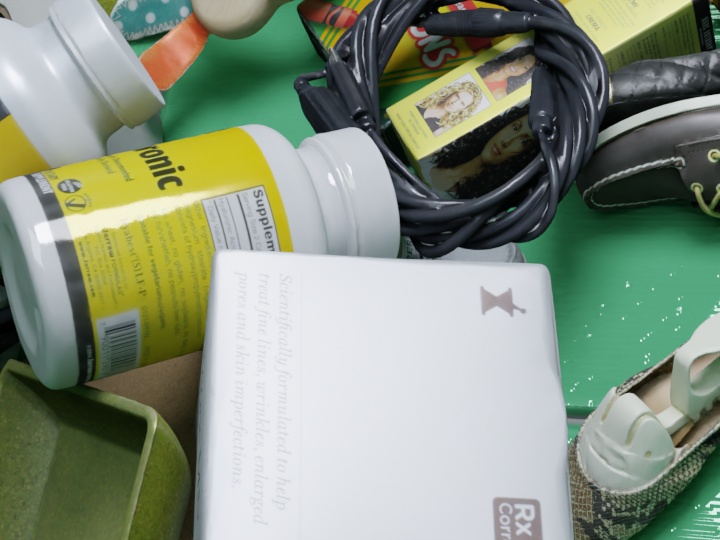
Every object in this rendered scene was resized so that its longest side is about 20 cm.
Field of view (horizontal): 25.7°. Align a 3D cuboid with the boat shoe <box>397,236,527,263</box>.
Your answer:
[{"bbox_3d":[-0.001,-0.001,0.927,0.200,0.065,0.075,0,47,3],"label":"boat shoe"}]

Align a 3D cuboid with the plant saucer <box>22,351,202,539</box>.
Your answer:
[{"bbox_3d":[-0.130,0.106,0.947,0.199,0.035,0.202,-9,59,15],"label":"plant saucer"}]

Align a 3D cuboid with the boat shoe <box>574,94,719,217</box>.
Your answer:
[{"bbox_3d":[0.218,-0.065,0.904,0.200,0.072,0.061,-16,68,18],"label":"boat shoe"}]

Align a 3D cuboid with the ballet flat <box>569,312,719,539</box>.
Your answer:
[{"bbox_3d":[0.171,0.067,0.844,0.200,0.075,0.068,-40,58,-5],"label":"ballet flat"}]

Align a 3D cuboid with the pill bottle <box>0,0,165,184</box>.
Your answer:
[{"bbox_3d":[-0.212,-0.068,0.873,0.199,0.112,0.112,-35,57,1],"label":"pill bottle"}]

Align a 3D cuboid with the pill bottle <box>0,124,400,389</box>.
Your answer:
[{"bbox_3d":[-0.084,-0.015,0.836,0.199,0.112,0.112,-15,54,-21],"label":"pill bottle"}]

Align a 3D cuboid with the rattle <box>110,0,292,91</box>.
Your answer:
[{"bbox_3d":[-0.066,-0.204,1.066,0.130,0.143,0.201,30,99,5],"label":"rattle"}]

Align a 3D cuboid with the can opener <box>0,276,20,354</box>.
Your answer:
[{"bbox_3d":[-0.195,0.013,0.941,0.199,0.063,0.079,-25,80,-24],"label":"can opener"}]

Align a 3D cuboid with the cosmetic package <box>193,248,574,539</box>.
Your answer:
[{"bbox_3d":[0.000,0.111,0.777,0.164,0.200,0.166,2,59,-7],"label":"cosmetic package"}]

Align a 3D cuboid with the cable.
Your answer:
[{"bbox_3d":[0.063,-0.093,0.906,0.163,0.051,0.200,-33,53,-7],"label":"cable"}]

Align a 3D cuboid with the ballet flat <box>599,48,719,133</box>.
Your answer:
[{"bbox_3d":[0.215,-0.122,0.934,0.198,0.066,0.057,-15,78,-2],"label":"ballet flat"}]

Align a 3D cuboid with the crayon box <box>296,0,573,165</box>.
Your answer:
[{"bbox_3d":[0.073,-0.173,1.026,0.199,0.051,0.127,-33,56,-2],"label":"crayon box"}]

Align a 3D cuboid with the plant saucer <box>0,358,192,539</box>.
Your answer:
[{"bbox_3d":[-0.156,0.160,0.834,0.199,0.048,0.202,8,84,56],"label":"plant saucer"}]

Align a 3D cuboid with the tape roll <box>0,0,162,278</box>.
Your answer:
[{"bbox_3d":[-0.246,-0.100,1.040,0.201,0.139,0.204,-9,59,15],"label":"tape roll"}]

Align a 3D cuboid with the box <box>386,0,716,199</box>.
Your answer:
[{"bbox_3d":[0.119,-0.113,0.964,0.199,0.075,0.050,-31,56,1],"label":"box"}]

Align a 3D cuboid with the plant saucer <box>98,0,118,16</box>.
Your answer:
[{"bbox_3d":[-0.223,-0.264,1.170,0.198,0.048,0.201,-2,62,18],"label":"plant saucer"}]

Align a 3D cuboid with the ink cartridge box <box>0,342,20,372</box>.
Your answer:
[{"bbox_3d":[-0.332,0.074,1.003,0.198,0.084,0.146,-1,62,17],"label":"ink cartridge box"}]

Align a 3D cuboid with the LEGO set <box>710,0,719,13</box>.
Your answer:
[{"bbox_3d":[0.269,-0.243,0.939,0.199,0.154,0.116,-34,74,7],"label":"LEGO set"}]
